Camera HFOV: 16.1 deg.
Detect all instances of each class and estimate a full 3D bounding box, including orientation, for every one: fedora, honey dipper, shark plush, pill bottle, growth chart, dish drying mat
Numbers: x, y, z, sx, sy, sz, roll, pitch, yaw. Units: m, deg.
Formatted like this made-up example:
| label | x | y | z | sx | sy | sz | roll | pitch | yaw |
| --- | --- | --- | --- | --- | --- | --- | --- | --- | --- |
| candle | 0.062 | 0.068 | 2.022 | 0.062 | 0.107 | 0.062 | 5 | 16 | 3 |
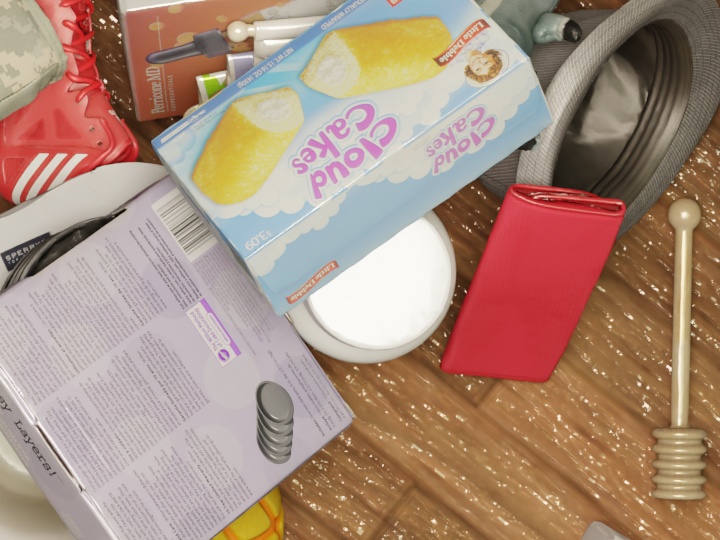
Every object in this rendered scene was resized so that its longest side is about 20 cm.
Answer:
| label | x | y | z | sx | sy | sz | roll | pitch | yaw |
| --- | --- | --- | --- | --- | --- | --- | --- | --- | --- |
| fedora | 0.141 | -0.106 | 1.637 | 0.090 | 0.177 | 0.200 | 27 | 71 | 33 |
| honey dipper | 0.215 | 0.052 | 1.697 | 0.038 | 0.038 | 0.200 | 2 | 89 | -5 |
| shark plush | 0.096 | -0.152 | 1.556 | 0.083 | 0.200 | 0.091 | -7 | 120 | 7 |
| pill bottle | 0.000 | 0.000 | 1.589 | 0.114 | 0.200 | 0.114 | 0 | 92 | -6 |
| growth chart | -0.044 | -0.102 | 1.599 | 0.145 | 0.200 | 0.018 | -3 | 60 | -14 |
| dish drying mat | 0.108 | 0.011 | 1.617 | 0.077 | 0.200 | 0.018 | 6 | 56 | -9 |

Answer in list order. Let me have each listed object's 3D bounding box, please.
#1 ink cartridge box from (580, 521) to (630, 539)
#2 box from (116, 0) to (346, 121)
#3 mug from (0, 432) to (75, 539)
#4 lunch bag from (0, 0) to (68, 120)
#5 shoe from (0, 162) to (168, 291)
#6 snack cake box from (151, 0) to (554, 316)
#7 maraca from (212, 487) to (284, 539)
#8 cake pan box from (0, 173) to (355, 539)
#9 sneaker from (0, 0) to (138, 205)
| label | x | y | z | sx | sy | sz | roll | pitch | yaw |
| --- | --- | --- | --- | --- | --- | --- | --- | --- | --- |
| ink cartridge box | 0.207 | 0.280 | 1.679 | 0.200 | 0.086 | 0.146 | 31 | 90 | -7 |
| box | -0.053 | -0.184 | 1.587 | 0.200 | 0.152 | 0.106 | -9 | 68 | -4 |
| mug | -0.182 | 0.096 | 1.601 | 0.186 | 0.153 | 0.149 | -16 | 94 | -5 |
| lunch bag | -0.297 | -0.140 | 1.525 | 0.200 | 0.118 | 0.164 | 45 | 55 | 14 |
| shoe | -0.200 | -0.011 | 1.576 | 0.200 | 0.091 | 0.072 | -22 | 93 | -27 |
| snack cake box | -0.004 | -0.080 | 1.473 | 0.200 | 0.067 | 0.115 | -36 | 53 | -6 |
| maraca | -0.097 | 0.157 | 1.625 | 0.107 | 0.137 | 0.200 | 29 | 91 | 17 |
| cake pan box | -0.126 | 0.062 | 1.503 | 0.184 | 0.052 | 0.200 | -40 | 99 | -36 |
| sneaker | -0.175 | -0.129 | 1.611 | 0.115 | 0.078 | 0.200 | 24 | 104 | 22 |
